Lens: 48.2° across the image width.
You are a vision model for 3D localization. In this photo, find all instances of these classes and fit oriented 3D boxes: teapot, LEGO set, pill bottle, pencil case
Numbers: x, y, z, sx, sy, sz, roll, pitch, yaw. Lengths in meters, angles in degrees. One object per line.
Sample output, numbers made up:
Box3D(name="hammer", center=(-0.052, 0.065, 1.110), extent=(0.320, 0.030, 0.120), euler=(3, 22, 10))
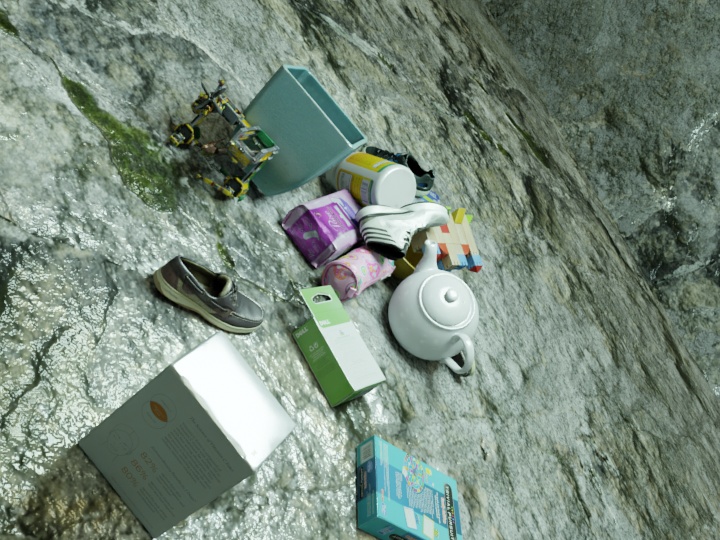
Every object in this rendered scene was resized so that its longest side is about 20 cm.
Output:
Box3D(name="teapot", center=(0.158, 0.079, 1.595), extent=(0.200, 0.146, 0.197), euler=(33, 60, -3))
Box3D(name="LEGO set", center=(-0.246, -0.221, 1.410), extent=(0.200, 0.154, 0.116), euler=(55, 16, -4))
Box3D(name="pill bottle", center=(0.015, -0.189, 1.710), extent=(0.113, 0.113, 0.200), euler=(21, 4, -43))
Box3D(name="pencil case", center=(0.000, 0.000, 1.582), extent=(0.087, 0.087, 0.200), euler=(54, 28, 4))

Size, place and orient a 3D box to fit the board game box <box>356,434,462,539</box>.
Box3D(name="board game box", center=(0.081, 0.380, 1.315), extent=(0.200, 0.047, 0.151), euler=(35, 33, -28))

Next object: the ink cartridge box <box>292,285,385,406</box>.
Box3D(name="ink cartridge box", center=(-0.049, 0.128, 1.397), extent=(0.104, 0.059, 0.200), euler=(-8, 64, -57))

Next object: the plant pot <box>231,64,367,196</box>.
Box3D(name="plant pot", center=(-0.133, -0.250, 1.538), extent=(0.196, 0.200, 0.196), euler=(49, 15, -5))

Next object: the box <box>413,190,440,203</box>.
Box3D(name="box", center=(0.151, -0.151, 2.001), extent=(0.122, 0.048, 0.200), euler=(31, 36, -33))

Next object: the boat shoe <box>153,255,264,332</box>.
Box3D(name="boat shoe", center=(-0.222, 0.036, 1.249), extent=(0.200, 0.065, 0.072), euler=(31, 34, -34))

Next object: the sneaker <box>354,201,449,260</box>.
Box3D(name="sneaker", center=(0.094, -0.071, 1.609), extent=(0.200, 0.076, 0.115), euler=(-4, 60, -19))

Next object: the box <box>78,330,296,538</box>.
Box3D(name="box", center=(-0.206, 0.196, 0.958), extent=(0.152, 0.200, 0.106), euler=(52, 29, -1))

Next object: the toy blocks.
Box3D(name="toy blocks", center=(0.181, -0.053, 1.732), extent=(0.200, 0.100, 0.137), euler=(1, 65, -42))

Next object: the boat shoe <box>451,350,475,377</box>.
Box3D(name="boat shoe", center=(0.173, 0.139, 1.699), extent=(0.065, 0.073, 0.200), euler=(-17, 72, -37))

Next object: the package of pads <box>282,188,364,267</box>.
Box3D(name="package of pads", center=(-0.058, -0.089, 1.608), extent=(0.121, 0.076, 0.200), euler=(52, 29, 5))

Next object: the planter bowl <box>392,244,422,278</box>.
Box3D(name="planter bowl", center=(0.090, -0.044, 1.758), extent=(0.200, 0.083, 0.201), euler=(36, 33, -28))

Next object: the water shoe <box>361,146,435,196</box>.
Box3D(name="water shoe", center=(0.097, -0.263, 1.962), extent=(0.200, 0.079, 0.072), euler=(34, 43, 11))
